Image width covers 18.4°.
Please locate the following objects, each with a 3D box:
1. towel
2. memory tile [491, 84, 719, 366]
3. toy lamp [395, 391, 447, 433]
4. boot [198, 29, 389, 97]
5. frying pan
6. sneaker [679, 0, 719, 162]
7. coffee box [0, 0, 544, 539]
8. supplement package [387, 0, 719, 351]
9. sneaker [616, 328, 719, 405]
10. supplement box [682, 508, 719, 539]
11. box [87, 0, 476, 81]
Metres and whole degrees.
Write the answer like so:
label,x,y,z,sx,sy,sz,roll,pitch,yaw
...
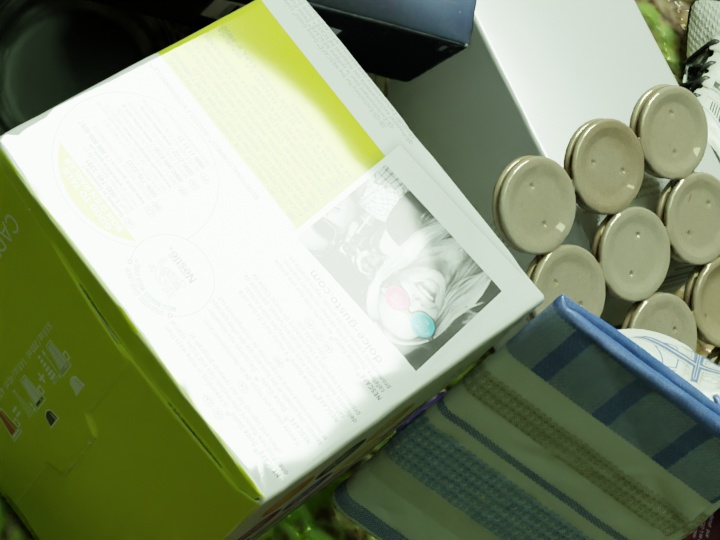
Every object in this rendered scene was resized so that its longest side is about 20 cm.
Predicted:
label,x,y,z,sx,sy,sz,roll,pitch,yaw
towel,0.093,0.103,1.110,0.146,0.200,0.024,34,40,-14
memory tile,0.148,0.014,1.175,0.153,0.017,0.202,-29,108,-30
toy lamp,0.000,0.000,1.180,0.058,0.058,0.201,-31,97,-36
boot,-0.064,-0.135,1.250,0.153,0.072,0.202,14,53,-21
frying pan,-0.142,-0.141,1.198,0.114,0.031,0.192,17,78,-1
sneaker,0.219,-0.096,1.372,0.087,0.076,0.202,9,59,-23
coffee box,-0.077,0.022,1.073,0.197,0.200,0.201,-33,82,-37
supplement package,0.108,-0.073,1.273,0.119,0.121,0.201,-15,72,-33
sneaker,0.187,0.076,1.144,0.199,0.088,0.076,10,89,-34
supplement box,0.148,0.132,1.217,0.199,0.061,0.109,30,54,-10
box,-0.033,-0.224,1.148,0.198,0.123,0.200,12,82,-14
